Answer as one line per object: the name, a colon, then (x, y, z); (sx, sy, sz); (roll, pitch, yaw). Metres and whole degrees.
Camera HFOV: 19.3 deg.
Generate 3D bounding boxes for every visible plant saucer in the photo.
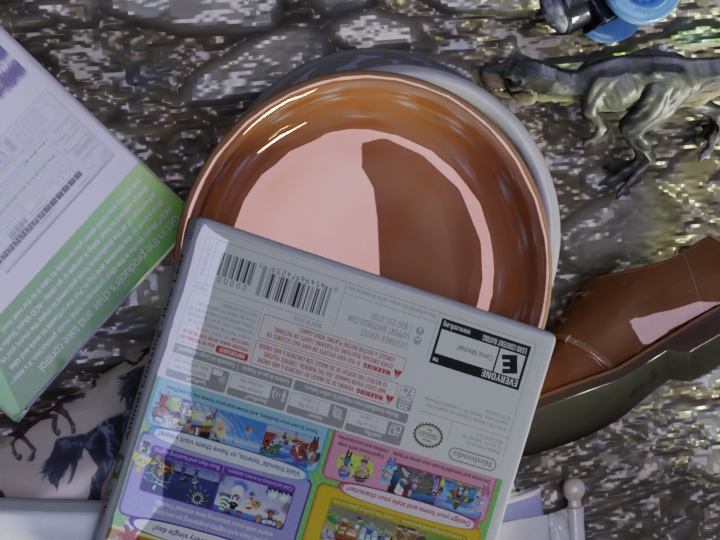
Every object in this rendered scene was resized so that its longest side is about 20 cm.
plant saucer: (0.000, 0.000, 1.081); (0.198, 0.037, 0.202); (0, 91, -16)

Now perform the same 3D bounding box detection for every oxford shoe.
oxford shoe: (0.128, 0.045, 1.174); (0.199, 0.071, 0.072); (-26, 68, -11)

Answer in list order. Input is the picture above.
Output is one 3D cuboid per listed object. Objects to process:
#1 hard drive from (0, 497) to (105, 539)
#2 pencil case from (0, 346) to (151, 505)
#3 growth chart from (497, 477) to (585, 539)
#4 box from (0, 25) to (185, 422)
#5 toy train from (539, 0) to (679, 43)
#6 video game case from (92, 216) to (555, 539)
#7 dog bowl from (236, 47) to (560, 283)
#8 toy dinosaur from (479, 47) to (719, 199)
hard drive: (-0.169, 0.175, 1.030); (0.199, 0.026, 0.133); (5, 104, -25)
pencil case: (-0.149, 0.110, 1.083); (0.199, 0.090, 0.078); (-31, 71, -13)
growth chart: (0.048, 0.168, 1.143); (0.199, 0.018, 0.146); (1, 92, -31)
box: (-0.202, -0.042, 1.085); (0.200, 0.036, 0.144); (44, 80, -11)
toy train: (0.172, -0.206, 1.160); (0.199, 0.087, 0.115); (-29, 93, -13)
video game case: (-0.017, 0.090, 1.045); (0.199, 0.022, 0.183); (18, 87, -19)
dog bowl: (0.017, -0.020, 1.134); (0.198, 0.059, 0.202); (0, 92, -16)
toy dinosaur: (0.167, -0.092, 1.164); (0.198, 0.048, 0.089); (-9, 134, -1)
